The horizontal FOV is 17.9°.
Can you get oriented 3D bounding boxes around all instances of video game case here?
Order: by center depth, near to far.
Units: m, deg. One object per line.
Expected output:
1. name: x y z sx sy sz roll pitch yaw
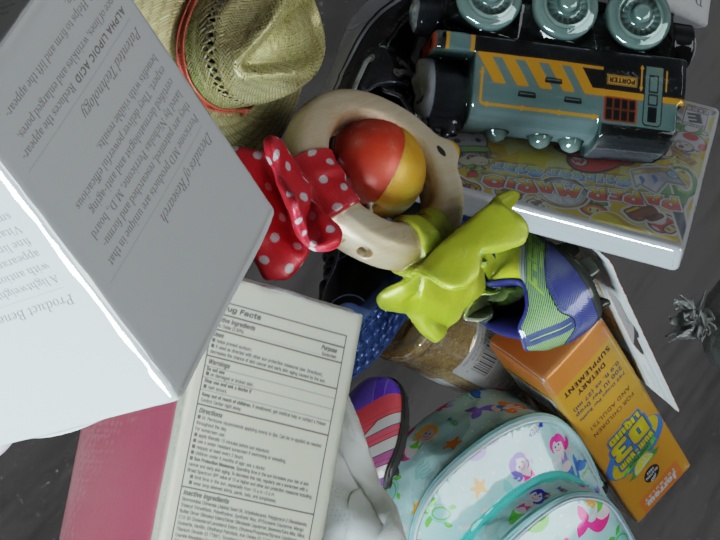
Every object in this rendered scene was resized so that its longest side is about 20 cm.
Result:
1. video game case: 0.138 -0.083 1.579 0.182 0.199 0.023 -66 168 -51

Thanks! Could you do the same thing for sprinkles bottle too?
1. sprinkles bottle: 0.088 0.060 1.653 0.200 0.068 0.069 27 72 -46

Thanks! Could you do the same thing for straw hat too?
1. straw hat: -0.070 -0.145 1.444 0.200 0.085 0.203 -5 96 -49

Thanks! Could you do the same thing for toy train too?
1. toy train: 0.128 -0.137 1.533 0.198 0.085 0.115 6 79 -10

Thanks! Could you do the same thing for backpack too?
1. backpack: 0.101 0.192 1.613 0.177 0.150 0.201 -35 115 -16

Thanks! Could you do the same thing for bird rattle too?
1. bird rattle: -0.001 -0.045 1.447 0.199 0.113 0.164 18 44 -13

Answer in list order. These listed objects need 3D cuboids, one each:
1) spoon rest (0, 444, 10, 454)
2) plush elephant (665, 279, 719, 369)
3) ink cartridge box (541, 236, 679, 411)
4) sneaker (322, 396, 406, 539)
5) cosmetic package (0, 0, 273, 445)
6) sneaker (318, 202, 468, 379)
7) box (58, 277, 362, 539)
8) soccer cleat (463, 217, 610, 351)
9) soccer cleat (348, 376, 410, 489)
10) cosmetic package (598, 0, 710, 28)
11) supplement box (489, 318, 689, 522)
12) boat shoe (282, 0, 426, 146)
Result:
1. spoon rest: -0.252 0.082 1.282 0.200 0.060 0.100 -34 119 -58
2. plush elephant: 0.371 0.039 1.912 0.199 0.154 0.166 -7 98 -49
3. ink cartridge box: 0.162 -0.009 1.635 0.057 0.200 0.163 -40 129 -12
4. sneaker: -0.019 0.167 1.453 0.088 0.201 0.075 -20 143 -7
5. cosmetic package: -0.182 -0.037 1.222 0.201 0.164 0.165 56 37 -28
6. sneaker: 0.000 0.000 1.530 0.200 0.078 0.070 -48 159 -47
7. box: -0.094 0.108 1.402 0.127 0.109 0.202 17 79 -37
8. soccer cleat: 0.093 -0.001 1.579 0.083 0.200 0.065 -30 120 -13
9. soccer cleat: -0.029 0.144 1.530 0.073 0.068 0.201 41 60 -26
10. cosmetic package: 0.152 -0.288 1.632 0.167 0.166 0.202 14 83 -49
11. supplement box: 0.168 0.097 1.649 0.067 0.069 0.200 -46 137 -9
12. boat shoe: 0.012 -0.116 1.553 0.200 0.067 0.072 -56 130 -30
